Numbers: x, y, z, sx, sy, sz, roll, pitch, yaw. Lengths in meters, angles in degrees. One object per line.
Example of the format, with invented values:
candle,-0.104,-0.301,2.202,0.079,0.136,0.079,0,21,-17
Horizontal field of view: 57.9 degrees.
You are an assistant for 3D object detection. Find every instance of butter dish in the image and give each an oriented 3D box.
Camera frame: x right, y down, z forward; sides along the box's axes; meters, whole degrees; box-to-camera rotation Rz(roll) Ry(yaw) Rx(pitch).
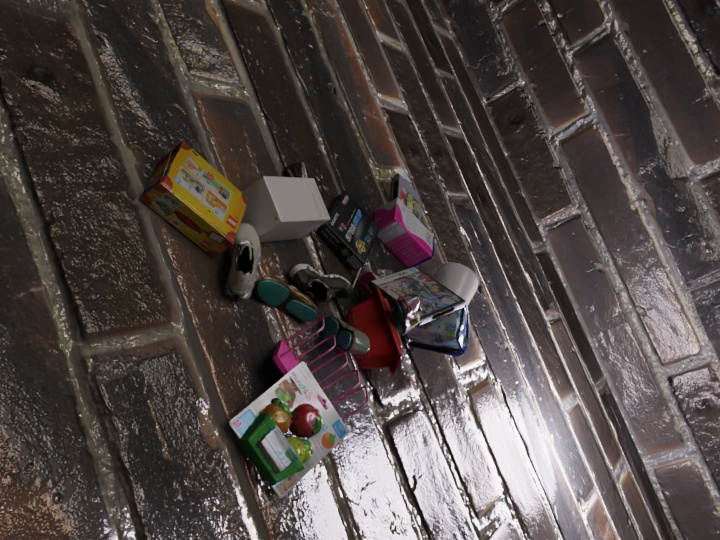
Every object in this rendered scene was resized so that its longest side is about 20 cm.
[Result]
butter dish,0.011,0.168,1.636,0.200,0.146,0.202,102,-28,-68

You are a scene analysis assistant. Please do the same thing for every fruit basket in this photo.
fruit basket,-0.134,0.313,1.293,0.199,0.094,0.186,-35,98,-26

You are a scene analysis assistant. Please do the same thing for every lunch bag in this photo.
lunch bag,0.219,0.168,1.849,0.200,0.168,0.129,61,43,-63

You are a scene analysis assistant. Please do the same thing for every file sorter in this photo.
file sorter,-0.081,0.222,1.416,0.201,0.125,0.139,58,2,-8

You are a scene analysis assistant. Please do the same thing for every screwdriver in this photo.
screwdriver,0.000,0.000,1.835,0.028,0.029,0.201,50,29,-20

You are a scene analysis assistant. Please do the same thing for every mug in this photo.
mug,0.307,0.092,2.122,0.187,0.149,0.154,44,43,-16

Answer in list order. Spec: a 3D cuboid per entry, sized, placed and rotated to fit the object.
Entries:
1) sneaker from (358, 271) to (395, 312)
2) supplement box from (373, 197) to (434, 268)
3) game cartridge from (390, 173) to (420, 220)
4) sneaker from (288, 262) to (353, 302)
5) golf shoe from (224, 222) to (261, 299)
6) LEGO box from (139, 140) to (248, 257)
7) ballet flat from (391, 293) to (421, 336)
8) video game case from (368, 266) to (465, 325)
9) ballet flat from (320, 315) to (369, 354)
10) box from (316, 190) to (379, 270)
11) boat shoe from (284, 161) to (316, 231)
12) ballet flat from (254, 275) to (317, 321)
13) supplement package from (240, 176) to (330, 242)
sneaker,0.072,0.095,1.826,0.088,0.081,0.202,-5,72,-55
supplement box,0.137,-0.116,2.060,0.200,0.103,0.102,45,36,-29
game cartridge,0.157,-0.227,2.238,0.133,0.041,0.201,44,36,-35
sneaker,-0.087,0.049,1.622,0.199,0.067,0.091,22,28,-42
golf shoe,-0.248,-0.038,1.425,0.077,0.098,0.202,9,52,-18
LEGO box,-0.349,-0.152,1.396,0.200,0.077,0.150,43,37,-30
ballet flat,0.116,0.109,1.597,0.200,0.070,0.070,98,-28,-65
video game case,0.152,0.063,1.750,0.180,0.026,0.199,-17,39,-39
ballet flat,-0.035,0.159,1.543,0.063,0.200,0.068,17,92,-25
box,-0.030,-0.115,1.856,0.159,0.046,0.201,46,34,-16
boat shoe,-0.159,-0.194,1.743,0.067,0.056,0.202,83,-5,-74
ballet flat,-0.177,0.053,1.518,0.199,0.068,0.073,32,22,-40
supplement package,-0.191,-0.149,1.584,0.199,0.121,0.121,-10,76,-58
